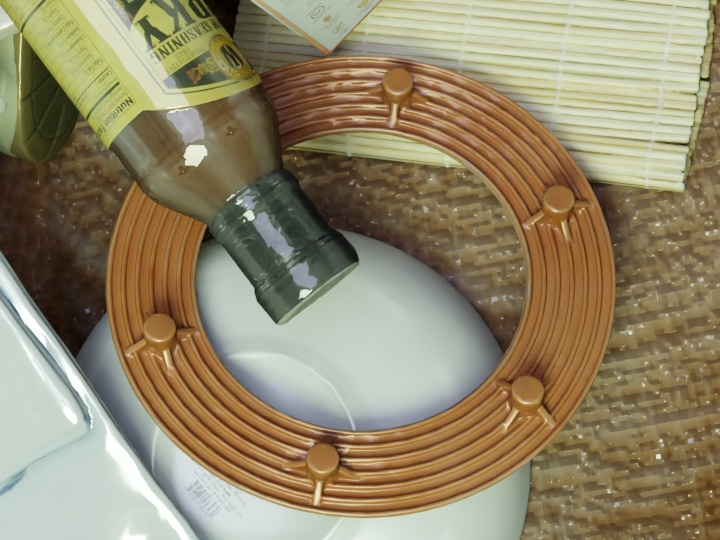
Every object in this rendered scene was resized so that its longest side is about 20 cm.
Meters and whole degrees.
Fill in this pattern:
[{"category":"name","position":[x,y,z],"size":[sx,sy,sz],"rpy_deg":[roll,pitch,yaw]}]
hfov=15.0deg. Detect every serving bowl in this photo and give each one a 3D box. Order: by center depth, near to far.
[{"category":"serving bowl","position":[-0.035,0.077,1.085],"size":[0.199,0.066,0.201],"rpy_deg":[-1,83,12]}]

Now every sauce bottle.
[{"category":"sauce bottle","position":[-0.074,-0.071,1.032],"size":[0.065,0.065,0.200],"rpy_deg":[-38,88,4]}]

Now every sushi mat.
[{"category":"sushi mat","position":[0.044,-0.089,1.118],"size":[0.199,0.012,0.096],"rpy_deg":[6,83,12]}]

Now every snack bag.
[{"category":"snack bag","position":[-0.170,0.102,1.059],"size":[0.188,0.021,0.200],"rpy_deg":[-34,96,16]}]

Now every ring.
[{"category":"ring","position":[0.000,0.000,1.061],"size":[0.199,0.019,0.201],"rpy_deg":[0,64,-1]}]

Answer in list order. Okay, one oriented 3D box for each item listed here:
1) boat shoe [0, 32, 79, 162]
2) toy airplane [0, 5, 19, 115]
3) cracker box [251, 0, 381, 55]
[{"category":"boat shoe","position":[-0.152,-0.146,1.118],"size":[0.066,0.072,0.202],"rpy_deg":[6,104,18]},{"category":"toy airplane","position":[-0.245,-0.068,1.071],"size":[0.198,0.141,0.201],"rpy_deg":[27,97,-2]},{"category":"cracker box","position":[-0.070,-0.168,1.043],"size":[0.058,0.200,0.134],"rpy_deg":[-45,68,6]}]
